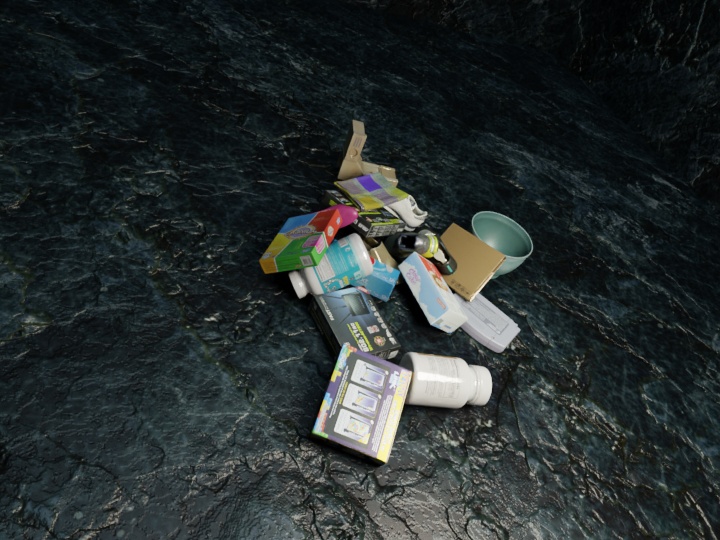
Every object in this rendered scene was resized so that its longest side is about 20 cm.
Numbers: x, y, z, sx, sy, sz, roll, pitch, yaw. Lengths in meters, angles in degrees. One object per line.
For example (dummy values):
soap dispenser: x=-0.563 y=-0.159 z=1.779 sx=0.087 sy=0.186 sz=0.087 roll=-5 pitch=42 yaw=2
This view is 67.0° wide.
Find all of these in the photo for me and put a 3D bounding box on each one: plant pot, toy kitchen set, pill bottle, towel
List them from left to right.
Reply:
pill bottle: x=-0.076 y=-0.004 z=1.347 sx=0.198 sy=0.111 sz=0.112 roll=-25 pitch=54 yaw=-4
towel: x=0.033 y=-0.235 z=1.597 sx=0.198 sy=0.023 sz=0.144 roll=-18 pitch=51 yaw=-39
toy kitchen set: x=0.043 y=-0.335 z=1.733 sx=0.197 sy=0.182 sz=0.165 roll=10 pitch=44 yaw=-16
pill bottle: x=0.192 y=0.254 z=1.242 sx=0.197 sy=0.115 sz=0.115 roll=9 pitch=43 yaw=-16
plant pot: x=0.401 y=-0.062 z=1.653 sx=0.197 sy=0.135 sz=0.202 roll=13 pitch=42 yaw=-12

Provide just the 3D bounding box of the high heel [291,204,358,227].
high heel: x=-0.106 y=-0.129 z=1.479 sx=0.197 sy=0.068 sz=0.096 roll=-10 pitch=18 yaw=24

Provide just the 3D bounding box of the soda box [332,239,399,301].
soda box: x=0.000 y=0.000 z=1.449 sx=0.198 sy=0.068 sz=0.064 roll=26 pitch=41 yaw=2

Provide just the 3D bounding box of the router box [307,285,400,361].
router box: x=-0.017 y=0.137 z=1.303 sx=0.148 sy=0.063 sz=0.201 roll=-11 pitch=52 yaw=-32

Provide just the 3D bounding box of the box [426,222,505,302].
box: x=0.286 y=-0.027 z=1.541 sx=0.164 sy=0.021 sz=0.199 roll=-48 pitch=54 yaw=-6

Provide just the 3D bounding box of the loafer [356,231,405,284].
loafer: x=0.047 y=-0.037 z=1.510 sx=0.199 sy=0.068 sz=0.076 roll=36 pitch=43 yaw=14

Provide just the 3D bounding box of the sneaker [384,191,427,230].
sneaker: x=0.119 y=-0.216 z=1.686 sx=0.199 sy=0.080 sz=0.077 roll=40 pitch=48 yaw=-8

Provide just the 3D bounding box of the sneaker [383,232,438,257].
sneaker: x=0.125 y=-0.079 z=1.515 sx=0.080 sy=0.199 sz=0.075 roll=15 pitch=80 yaw=-36

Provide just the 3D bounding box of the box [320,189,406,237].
box: x=0.011 y=-0.168 z=1.591 sx=0.193 sy=0.048 sz=0.199 roll=41 pitch=25 yaw=23

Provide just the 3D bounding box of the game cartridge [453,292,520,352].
game cartridge: x=0.331 y=0.133 z=1.494 sx=0.200 sy=0.041 sz=0.133 roll=41 pitch=40 yaw=18

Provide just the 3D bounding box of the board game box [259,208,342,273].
board game box: x=-0.145 y=-0.075 z=1.354 sx=0.151 sy=0.041 sz=0.201 roll=-8 pitch=33 yaw=24

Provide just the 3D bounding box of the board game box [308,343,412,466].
board game box: x=0.002 y=0.277 z=1.131 sx=0.163 sy=0.057 sz=0.202 roll=23 pitch=60 yaw=-3

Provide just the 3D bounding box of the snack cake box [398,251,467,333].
snack cake box: x=0.191 y=0.058 z=1.442 sx=0.114 sy=0.067 sz=0.201 roll=26 pitch=30 yaw=-49

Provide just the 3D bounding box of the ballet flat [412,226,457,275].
ballet flat: x=0.206 y=-0.070 z=1.544 sx=0.200 sy=0.068 sz=0.068 roll=51 pitch=6 yaw=36
